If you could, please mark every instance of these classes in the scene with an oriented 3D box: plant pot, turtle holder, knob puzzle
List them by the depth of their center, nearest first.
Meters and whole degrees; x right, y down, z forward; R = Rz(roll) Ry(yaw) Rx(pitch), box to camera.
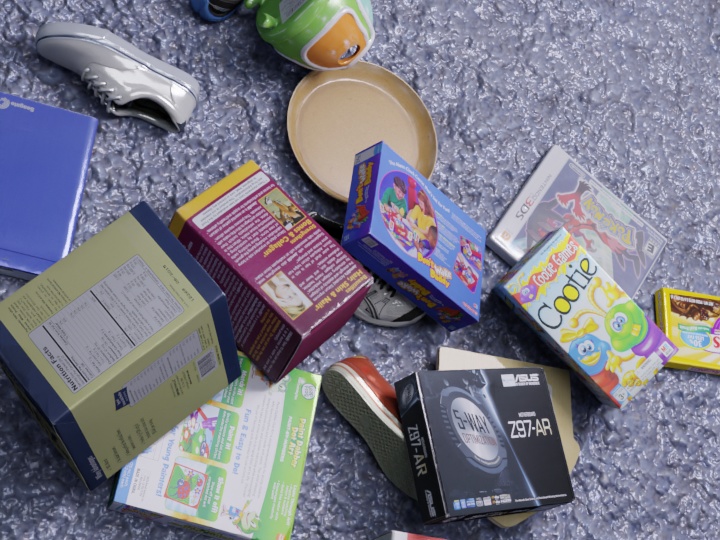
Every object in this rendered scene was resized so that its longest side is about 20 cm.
[{"bbox_3d":[0.165,0.203,1.563,0.217,0.030,0.222,8,67,-20],"label":"knob puzzle"},{"bbox_3d":[-0.059,-0.317,1.620,0.131,0.185,0.142,37,85,-32],"label":"turtle holder"},{"bbox_3d":[0.000,-0.164,1.643,0.198,0.027,0.202,8,67,-20],"label":"plant pot"}]

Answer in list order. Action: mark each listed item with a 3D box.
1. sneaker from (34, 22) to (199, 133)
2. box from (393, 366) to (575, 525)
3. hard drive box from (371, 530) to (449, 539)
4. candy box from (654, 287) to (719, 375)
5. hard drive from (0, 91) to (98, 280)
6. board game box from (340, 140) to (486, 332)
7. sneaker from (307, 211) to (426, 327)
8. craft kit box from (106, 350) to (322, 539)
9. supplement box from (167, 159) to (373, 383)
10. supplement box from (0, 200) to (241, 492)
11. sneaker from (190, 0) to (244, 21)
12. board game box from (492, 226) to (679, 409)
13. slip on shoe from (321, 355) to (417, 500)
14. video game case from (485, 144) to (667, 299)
[{"bbox_3d":[-0.281,-0.220,1.523,0.198,0.073,0.071,20,60,-14],"label":"sneaker"},{"bbox_3d":[0.140,0.193,1.489,0.198,0.043,0.162,2,68,-37],"label":"box"},{"bbox_3d":[0.081,0.396,1.428,0.154,0.077,0.202,12,65,-18],"label":"hard drive box"},{"bbox_3d":[0.477,0.087,1.739,0.198,0.026,0.104,9,70,-19],"label":"candy box"},{"bbox_3d":[-0.372,-0.092,1.463,0.130,0.025,0.202,14,65,-16],"label":"hard drive"},{"bbox_3d":[0.066,-0.038,1.551,0.200,0.044,0.136,38,46,-34],"label":"board game box"},{"bbox_3d":[0.000,0.000,1.544,0.198,0.088,0.076,25,61,-13],"label":"sneaker"},{"bbox_3d":[-0.153,0.182,1.436,0.195,0.049,0.202,17,64,-12],"label":"craft kit box"},{"bbox_3d":[-0.107,-0.001,1.468,0.200,0.103,0.131,45,49,10],"label":"supplement box"},{"bbox_3d":[-0.241,0.079,1.314,0.199,0.201,0.134,-37,68,-17],"label":"supplement box"},{"bbox_3d":[-0.134,-0.388,1.643,0.071,0.083,0.200,39,61,-4],"label":"sneaker"},{"bbox_3d":[0.269,0.057,1.603,0.103,0.105,0.200,-44,90,-3],"label":"board game box"},{"bbox_3d":[0.038,0.177,1.502,0.201,0.074,0.061,51,46,3],"label":"slip on shoe"},{"bbox_3d":[0.280,-0.037,1.709,0.199,0.023,0.183,40,61,-4],"label":"video game case"}]
